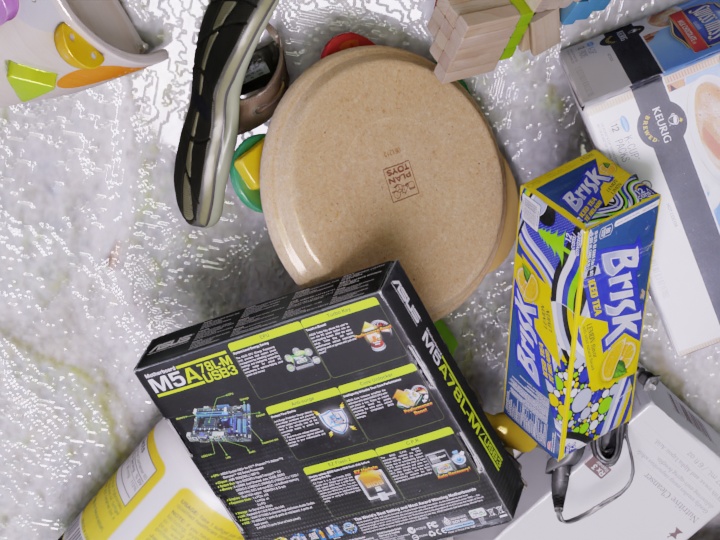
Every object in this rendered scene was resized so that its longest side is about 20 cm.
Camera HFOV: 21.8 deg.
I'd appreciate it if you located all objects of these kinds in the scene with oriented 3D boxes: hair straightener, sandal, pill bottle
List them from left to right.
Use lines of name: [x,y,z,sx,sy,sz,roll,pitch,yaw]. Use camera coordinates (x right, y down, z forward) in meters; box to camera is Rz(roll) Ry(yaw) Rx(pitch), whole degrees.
pill bottle: [-0.131,0.177,1.383,0.114,0.114,0.200,37,107,-15]
sandal: [-0.082,-0.123,1.291,0.057,0.080,0.201,4,120,-22]
hair straightener: [0.172,0.083,1.335,0.077,0.041,0.200,5,80,34]

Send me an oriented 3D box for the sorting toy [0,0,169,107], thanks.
sorting toy: [-0.263,-0.180,1.257,0.180,0.107,0.200,-19,113,27]

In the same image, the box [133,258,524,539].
box: [-0.020,0.105,1.243,0.200,0.048,0.193,-19,112,28]

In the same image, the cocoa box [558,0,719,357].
cocoa box: [0.236,-0.070,1.283,0.131,0.133,0.200,-21,111,7]

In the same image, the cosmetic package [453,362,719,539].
cosmetic package: [0.176,0.177,1.411,0.113,0.081,0.200,39,105,-18]

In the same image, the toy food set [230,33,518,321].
toy food set: [0.016,-0.059,1.270,0.200,0.049,0.198,-39,105,-27]

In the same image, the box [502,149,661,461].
box: [0.144,0.025,1.237,0.070,0.064,0.200,-25,137,-29]

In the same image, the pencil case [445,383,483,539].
pencil case: [0.038,0.173,1.401,0.078,0.089,0.200,-12,121,-45]

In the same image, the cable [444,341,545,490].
cable: [0.057,0.110,1.305,0.097,0.050,0.200,-43,128,2]

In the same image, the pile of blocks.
pile of blocks: [0.126,-0.201,1.271,0.200,0.062,0.082,-28,156,-8]

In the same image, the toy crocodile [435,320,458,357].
toy crocodile: [0.000,0.000,1.342,0.062,0.068,0.200,-30,109,31]
